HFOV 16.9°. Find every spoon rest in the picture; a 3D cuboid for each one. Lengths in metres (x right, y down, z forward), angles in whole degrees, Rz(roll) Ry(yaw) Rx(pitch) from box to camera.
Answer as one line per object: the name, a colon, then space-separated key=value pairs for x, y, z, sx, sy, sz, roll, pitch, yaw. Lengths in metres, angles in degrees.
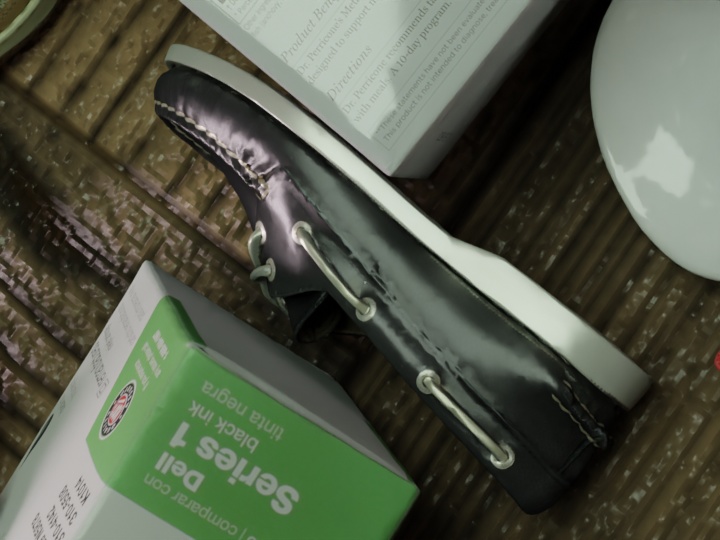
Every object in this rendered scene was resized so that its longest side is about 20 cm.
spoon rest: x=0.128 y=-0.069 z=0.692 sx=0.200 sy=0.060 sz=0.100 roll=-44 pitch=68 yaw=48

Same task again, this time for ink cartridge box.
ink cartridge box: x=-0.078 y=0.112 z=0.733 sx=0.084 sy=0.146 sz=0.201 roll=32 pitch=92 yaw=-14

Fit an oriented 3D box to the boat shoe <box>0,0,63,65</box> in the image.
boat shoe: x=-0.128 y=-0.140 z=0.861 sx=0.200 sy=0.076 sz=0.072 roll=-45 pitch=64 yaw=9

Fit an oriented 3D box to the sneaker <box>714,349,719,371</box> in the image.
sneaker: x=0.146 y=0.023 z=0.698 sx=0.084 sy=0.077 sz=0.201 roll=21 pitch=87 yaw=33

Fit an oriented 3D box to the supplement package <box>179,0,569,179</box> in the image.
supplement package: x=-0.027 y=-0.133 z=0.755 sx=0.200 sy=0.114 sz=0.110 roll=40 pitch=96 yaw=4

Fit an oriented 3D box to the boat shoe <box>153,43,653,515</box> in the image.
boat shoe: x=0.000 y=0.000 z=0.774 sx=0.200 sy=0.074 sz=0.061 roll=37 pitch=90 yaw=19
